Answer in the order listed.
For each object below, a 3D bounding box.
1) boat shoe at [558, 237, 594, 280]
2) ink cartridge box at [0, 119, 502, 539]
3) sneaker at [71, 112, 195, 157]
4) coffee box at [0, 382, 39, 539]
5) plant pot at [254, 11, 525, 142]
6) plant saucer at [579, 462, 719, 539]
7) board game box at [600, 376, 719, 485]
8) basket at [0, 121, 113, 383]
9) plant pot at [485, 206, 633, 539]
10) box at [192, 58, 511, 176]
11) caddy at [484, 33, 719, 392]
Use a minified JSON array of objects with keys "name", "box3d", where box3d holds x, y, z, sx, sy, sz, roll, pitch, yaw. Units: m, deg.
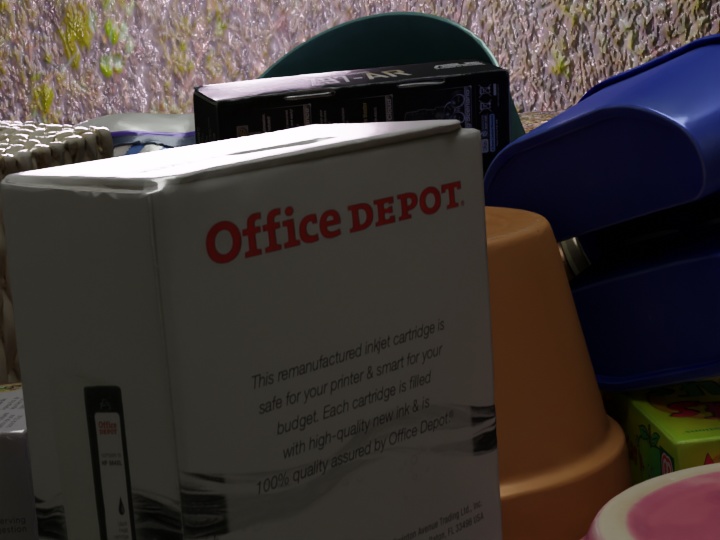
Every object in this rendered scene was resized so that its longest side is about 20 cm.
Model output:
[{"name":"boat shoe","box3d":[0.128,0.028,0.967,0.067,0.073,0.200,-27,-20,12]},{"name":"ink cartridge box","box3d":[-0.029,0.058,0.551,0.084,0.203,0.145,5,14,44]},{"name":"sneaker","box3d":[-0.118,-0.012,0.929,0.198,0.081,0.148,-8,48,18]},{"name":"coffee box","box3d":[-0.199,0.106,0.610,0.197,0.115,0.080,-3,10,7]},{"name":"plant pot","box3d":[0.026,-0.029,1.025,0.198,0.202,0.161,1,-31,31]},{"name":"plant saucer","box3d":[0.160,0.112,0.598,0.198,0.052,0.201,-5,10,1]},{"name":"board game box","box3d":[0.174,0.074,0.813,0.100,0.048,0.200,-5,10,-5]},{"name":"basket","box3d":[-0.224,0.024,0.844,0.159,0.203,0.198,1,11,16]},{"name":"plant pot","box3d":[0.023,0.050,0.754,0.197,0.142,0.200,-3,10,1]},{"name":"box","box3d":[0.000,0.000,0.861,0.158,0.203,0.043,-9,17,-20]},{"name":"caddy","box3d":[0.151,-0.026,0.777,0.104,0.143,0.199,-28,6,-31]}]
